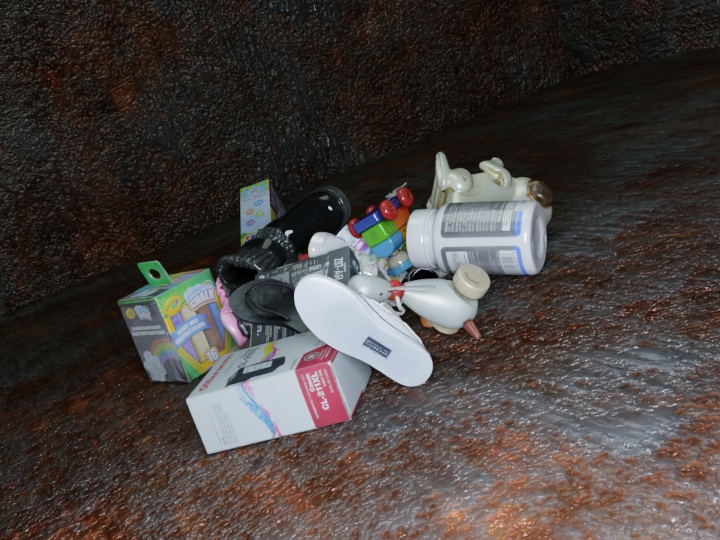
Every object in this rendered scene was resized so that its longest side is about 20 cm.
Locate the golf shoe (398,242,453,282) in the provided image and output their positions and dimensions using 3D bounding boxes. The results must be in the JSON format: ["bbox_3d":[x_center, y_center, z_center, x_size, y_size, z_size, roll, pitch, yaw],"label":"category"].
[{"bbox_3d":[0.115,-0.025,1.519,0.077,0.088,0.200,-25,15,-30],"label":"golf shoe"}]

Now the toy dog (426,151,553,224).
[{"bbox_3d":[0.230,-0.115,1.523,0.199,0.140,0.194,0,33,-8],"label":"toy dog"}]

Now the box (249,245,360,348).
[{"bbox_3d":[-0.079,0.070,1.288,0.160,0.044,0.200,-17,46,15],"label":"box"}]

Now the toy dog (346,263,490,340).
[{"bbox_3d":[0.084,0.054,1.167,0.199,0.132,0.096,-12,47,-14],"label":"toy dog"}]

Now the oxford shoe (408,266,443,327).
[{"bbox_3d":[0.107,0.023,1.357,0.071,0.073,0.200,-20,12,1],"label":"oxford shoe"}]

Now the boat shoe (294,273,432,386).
[{"bbox_3d":[0.002,0.069,1.091,0.074,0.200,0.065,-46,15,14],"label":"boat shoe"}]

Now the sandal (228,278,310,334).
[{"bbox_3d":[-0.112,0.045,1.261,0.200,0.048,0.075,13,61,36],"label":"sandal"}]

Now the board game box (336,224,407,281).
[{"bbox_3d":[-0.002,-0.027,1.559,0.034,0.134,0.200,-53,11,-5],"label":"board game box"}]

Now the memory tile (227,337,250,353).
[{"bbox_3d":[-0.138,0.081,1.431,0.200,0.017,0.153,-27,25,49],"label":"memory tile"}]

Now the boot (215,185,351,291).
[{"bbox_3d":[-0.121,-0.045,1.417,0.211,0.080,0.158,-31,8,40],"label":"boot"}]

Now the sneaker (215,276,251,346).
[{"bbox_3d":[-0.181,0.048,1.464,0.095,0.079,0.200,-31,29,2],"label":"sneaker"}]

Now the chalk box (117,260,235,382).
[{"bbox_3d":[-0.314,0.073,1.504,0.124,0.201,0.124,-6,18,44],"label":"chalk box"}]

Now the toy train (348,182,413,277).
[{"bbox_3d":[0.071,-0.073,1.481,0.085,0.116,0.200,-28,6,33],"label":"toy train"}]

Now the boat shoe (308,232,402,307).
[{"bbox_3d":[0.000,0.000,1.402,0.069,0.200,0.071,3,66,44],"label":"boat shoe"}]

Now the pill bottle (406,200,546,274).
[{"bbox_3d":[0.179,-0.050,1.381,0.199,0.114,0.114,1,21,26],"label":"pill bottle"}]

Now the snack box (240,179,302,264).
[{"bbox_3d":[-0.163,-0.041,1.660,0.067,0.169,0.200,-17,43,9],"label":"snack box"}]

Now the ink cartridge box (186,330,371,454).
[{"bbox_3d":[-0.101,0.147,1.138,0.199,0.083,0.146,-16,14,15],"label":"ink cartridge box"}]

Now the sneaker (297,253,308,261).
[{"bbox_3d":[-0.089,0.027,1.561,0.067,0.108,0.201,-15,14,23],"label":"sneaker"}]
